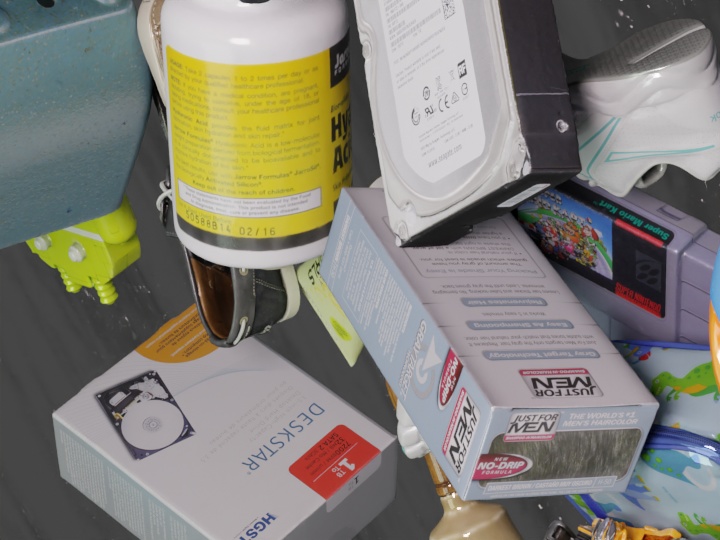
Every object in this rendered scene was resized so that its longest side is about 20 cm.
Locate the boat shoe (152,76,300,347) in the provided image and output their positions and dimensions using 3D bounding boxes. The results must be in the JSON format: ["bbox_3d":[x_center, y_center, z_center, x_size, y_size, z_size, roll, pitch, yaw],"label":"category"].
[{"bbox_3d":[-0.101,-0.047,1.417,0.072,0.067,0.201,5,118,55],"label":"boat shoe"}]

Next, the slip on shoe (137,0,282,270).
[{"bbox_3d":[-0.077,-0.090,1.347,0.060,0.076,0.201,8,121,53],"label":"slip on shoe"}]

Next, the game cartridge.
[{"bbox_3d":[0.131,-0.001,1.201,0.199,0.038,0.130,30,148,32],"label":"game cartridge"}]

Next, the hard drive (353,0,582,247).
[{"bbox_3d":[0.046,-0.125,1.078,0.140,0.038,0.202,-27,68,59],"label":"hard drive"}]

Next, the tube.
[{"bbox_3d":[0.000,0.000,1.362,0.052,0.058,0.200,13,157,-12],"label":"tube"}]

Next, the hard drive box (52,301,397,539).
[{"bbox_3d":[-0.096,0.134,1.528,0.199,0.156,0.077,33,144,26],"label":"hard drive box"}]

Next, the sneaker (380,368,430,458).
[{"bbox_3d":[0.066,0.055,1.296,0.091,0.078,0.200,9,153,15],"label":"sneaker"}]

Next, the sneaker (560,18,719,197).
[{"bbox_3d":[0.114,-0.074,1.107,0.200,0.070,0.081,0,126,52],"label":"sneaker"}]

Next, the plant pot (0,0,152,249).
[{"bbox_3d":[-0.248,-0.146,1.378,0.196,0.196,0.200,57,142,16],"label":"plant pot"}]

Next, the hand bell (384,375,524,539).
[{"bbox_3d":[0.059,0.135,1.414,0.104,0.104,0.201,-14,99,57],"label":"hand bell"}]

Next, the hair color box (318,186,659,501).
[{"bbox_3d":[0.062,0.034,1.116,0.200,0.098,0.061,56,138,48],"label":"hair color box"}]

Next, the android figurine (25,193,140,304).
[{"bbox_3d":[-0.233,-0.064,1.613,0.181,0.041,0.201,18,134,43],"label":"android figurine"}]

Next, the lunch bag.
[{"bbox_3d":[0.194,0.126,1.166,0.160,0.083,0.200,5,143,48],"label":"lunch bag"}]

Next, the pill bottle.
[{"bbox_3d":[-0.060,-0.112,1.242,0.111,0.111,0.201,24,128,38],"label":"pill bottle"}]

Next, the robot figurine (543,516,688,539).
[{"bbox_3d":[0.179,0.206,1.157,0.144,0.058,0.200,0,140,50],"label":"robot figurine"}]

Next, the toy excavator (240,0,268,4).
[{"bbox_3d":[-0.080,-0.270,1.102,0.199,0.195,0.100,30,153,-17],"label":"toy excavator"}]

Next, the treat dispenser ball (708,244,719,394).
[{"bbox_3d":[0.247,0.021,0.900,0.200,0.201,0.202,33,146,27],"label":"treat dispenser ball"}]
